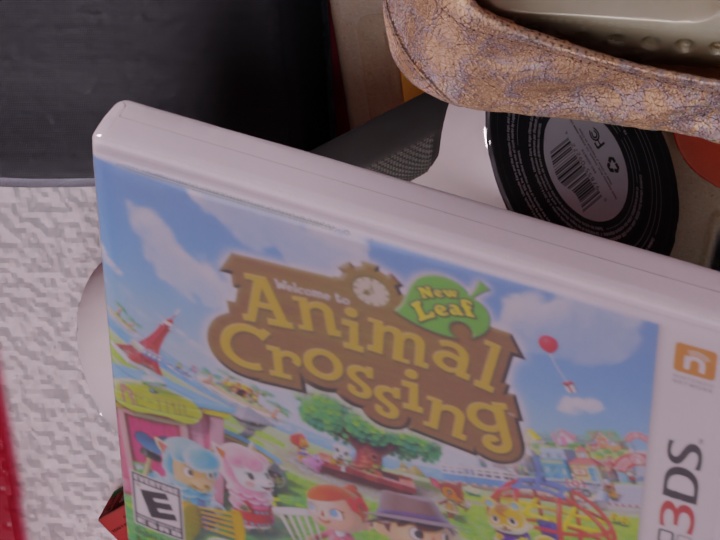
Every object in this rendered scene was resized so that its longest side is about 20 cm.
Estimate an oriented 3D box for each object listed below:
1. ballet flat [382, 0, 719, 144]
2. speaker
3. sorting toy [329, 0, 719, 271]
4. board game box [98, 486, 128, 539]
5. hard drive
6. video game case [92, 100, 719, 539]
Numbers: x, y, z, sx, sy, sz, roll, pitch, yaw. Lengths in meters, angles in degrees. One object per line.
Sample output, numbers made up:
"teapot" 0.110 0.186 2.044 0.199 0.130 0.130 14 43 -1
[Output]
"ballet flat" 0.105 -0.066 0.743 0.199 0.068 0.067 3 147 0
"speaker" 0.000 0.000 0.875 0.200 0.081 0.081 -24 114 44
"sorting toy" 0.090 -0.021 0.907 0.184 0.037 0.201 -2 119 11
"board game box" 0.011 0.079 0.966 0.200 0.019 0.103 -30 111 36
"hard drive" -0.111 -0.087 0.901 0.199 0.042 0.135 2 119 9
"video game case" 0.018 0.048 0.832 0.199 0.022 0.183 17 137 16
